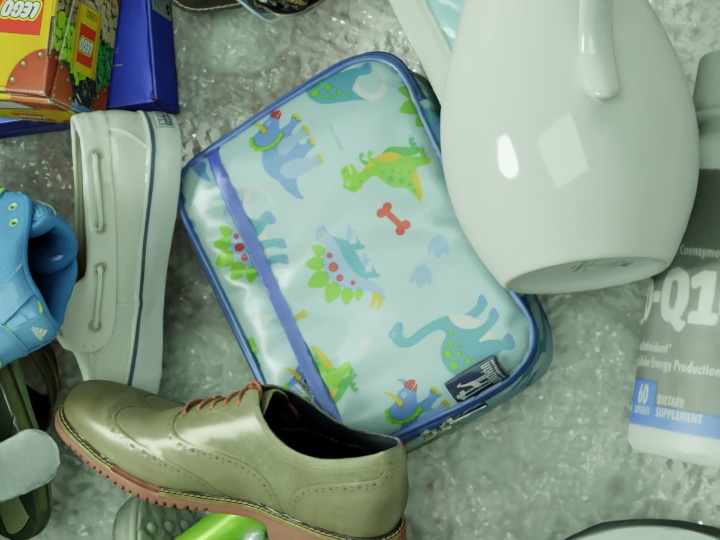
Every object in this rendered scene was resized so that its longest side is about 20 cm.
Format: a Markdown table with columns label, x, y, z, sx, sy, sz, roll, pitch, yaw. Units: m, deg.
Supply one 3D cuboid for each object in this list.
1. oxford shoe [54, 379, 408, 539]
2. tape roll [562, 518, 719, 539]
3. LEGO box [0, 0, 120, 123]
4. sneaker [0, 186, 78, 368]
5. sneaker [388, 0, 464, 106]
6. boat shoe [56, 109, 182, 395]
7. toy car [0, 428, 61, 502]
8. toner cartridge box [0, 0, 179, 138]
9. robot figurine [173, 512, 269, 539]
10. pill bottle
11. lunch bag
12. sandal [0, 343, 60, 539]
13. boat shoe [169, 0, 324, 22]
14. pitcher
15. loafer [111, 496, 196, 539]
| label | x | y | z | sx | sy | sz | roll | pitch | yaw |
| --- | --- | --- | --- | --- | --- | --- | --- | --- | --- |
| oxford shoe | -0.063 | 0.082 | 0.804 | 0.199 | 0.070 | 0.075 | 16 | 116 | 17 |
| tape roll | 0.151 | 0.228 | 0.810 | 0.199 | 0.066 | 0.202 | -1 | 86 | 12 |
| LEGO box | -0.237 | -0.166 | 0.881 | 0.199 | 0.077 | 0.150 | 7 | 86 | 14 |
| sneaker | -0.198 | -0.018 | 0.838 | 0.104 | 0.076 | 0.201 | -24 | 53 | 5 |
| sneaker | 0.081 | -0.108 | 0.848 | 0.082 | 0.074 | 0.201 | -30 | 81 | 12 |
| boat shoe | -0.145 | 0.011 | 0.869 | 0.069 | 0.071 | 0.201 | 3 | 107 | -23 |
| toy car | -0.249 | 0.128 | 0.860 | 0.200 | 0.158 | 0.164 | -46 | 68 | 10 |
| toner cartridge box | -0.209 | -0.128 | 0.933 | 0.198 | 0.043 | 0.096 | -6 | 83 | 13 |
| robot figurine | -0.040 | 0.195 | 0.803 | 0.176 | 0.199 | 0.116 | 59 | 138 | 24 |
| pill bottle | 0.201 | -0.002 | 0.790 | 0.113 | 0.114 | 0.202 | 8 | 87 | 14 |
| lunch bag | 0.000 | 0.000 | 0.856 | 0.160 | 0.082 | 0.201 | -27 | 79 | 14 |
| sandal | -0.201 | 0.052 | 0.908 | 0.080 | 0.057 | 0.202 | -35 | 63 | 44 |
| boat shoe | -0.043 | -0.175 | 0.845 | 0.199 | 0.072 | 0.073 | -18 | 42 | 41 |
| pitcher | 0.096 | -0.100 | 0.735 | 0.120 | 0.172 | 0.202 | -5 | 79 | -5 |
| loafer | -0.109 | 0.223 | 0.870 | 0.070 | 0.070 | 0.201 | -26 | 66 | 39 |
